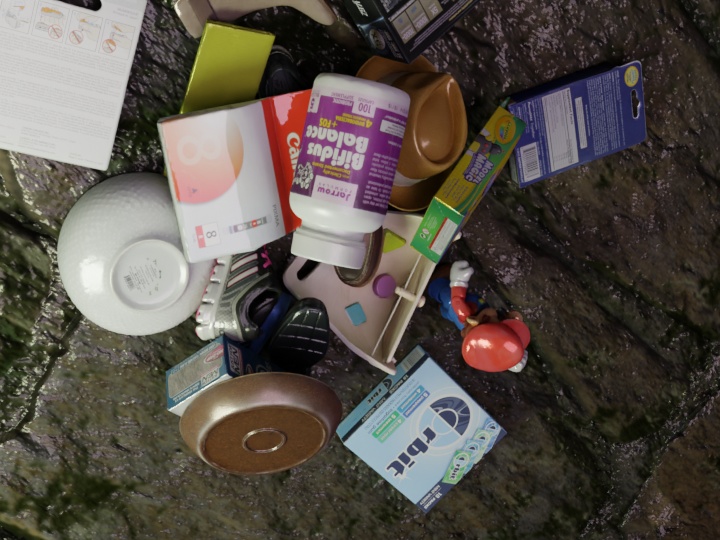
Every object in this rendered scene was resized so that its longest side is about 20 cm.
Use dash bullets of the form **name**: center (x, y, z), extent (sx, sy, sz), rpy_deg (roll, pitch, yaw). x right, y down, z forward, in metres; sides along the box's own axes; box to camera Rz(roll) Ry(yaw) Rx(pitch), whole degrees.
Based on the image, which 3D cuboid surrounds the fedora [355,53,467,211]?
- **fedora**: center (0.072, -0.174, 1.362), extent (0.199, 0.081, 0.203), rpy_deg (6, 80, -42)

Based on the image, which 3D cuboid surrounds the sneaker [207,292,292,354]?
- **sneaker**: center (-0.167, 0.091, 1.451), extent (0.077, 0.070, 0.201), rpy_deg (32, 106, -8)

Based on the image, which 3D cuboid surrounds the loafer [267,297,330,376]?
- **loafer**: center (-0.082, 0.088, 1.432), extent (0.072, 0.073, 0.201), rpy_deg (13, 141, -11)

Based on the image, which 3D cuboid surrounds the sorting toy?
- **sorting toy**: center (0.000, 0.000, 1.457), extent (0.179, 0.107, 0.202), rpy_deg (28, 85, -16)

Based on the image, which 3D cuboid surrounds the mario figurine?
- **mario figurine**: center (0.166, 0.058, 1.488), extent (0.122, 0.200, 0.107), rpy_deg (16, 107, -28)

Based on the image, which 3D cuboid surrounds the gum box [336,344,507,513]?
- **gum box**: center (0.089, 0.229, 1.627), extent (0.170, 0.045, 0.200), rpy_deg (-45, 121, 2)

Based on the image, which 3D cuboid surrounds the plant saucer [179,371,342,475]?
- **plant saucer**: center (-0.117, 0.193, 1.368), extent (0.198, 0.035, 0.201), rpy_deg (-6, 140, -5)

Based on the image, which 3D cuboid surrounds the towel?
- **towel**: center (-0.167, -0.192, 1.319), extent (0.085, 0.018, 0.201), rpy_deg (5, 124, -28)

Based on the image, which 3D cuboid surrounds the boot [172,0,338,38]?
- **boot**: center (-0.136, -0.313, 1.277), extent (0.146, 0.070, 0.200), rpy_deg (-39, 121, 6)

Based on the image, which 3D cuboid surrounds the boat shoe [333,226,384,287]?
- **boat shoe**: center (-0.009, -0.081, 1.390), extent (0.070, 0.070, 0.203), rpy_deg (1, 87, 15)

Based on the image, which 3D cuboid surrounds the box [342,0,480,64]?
- **box**: center (0.068, -0.367, 1.300), extent (0.200, 0.086, 0.164), rpy_deg (-43, 122, -11)

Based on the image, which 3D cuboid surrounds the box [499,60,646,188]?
- **box**: center (0.286, -0.199, 1.516), extent (0.198, 0.032, 0.122), rpy_deg (-20, 120, -11)

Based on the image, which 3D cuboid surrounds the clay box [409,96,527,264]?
- **clay box**: center (0.139, -0.114, 1.403), extent (0.047, 0.115, 0.201), rpy_deg (34, 59, 6)

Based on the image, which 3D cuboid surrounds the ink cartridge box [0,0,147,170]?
- **ink cartridge box**: center (-0.337, -0.225, 1.249), extent (0.161, 0.050, 0.202), rpy_deg (11, 100, -26)

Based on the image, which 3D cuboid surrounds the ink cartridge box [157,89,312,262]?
- **ink cartridge box**: center (-0.117, -0.109, 1.292), extent (0.198, 0.050, 0.164), rpy_deg (-12, 107, -8)

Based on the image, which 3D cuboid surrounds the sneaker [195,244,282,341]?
- **sneaker**: center (-0.128, -0.003, 1.372), extent (0.086, 0.074, 0.202), rpy_deg (16, 75, 7)

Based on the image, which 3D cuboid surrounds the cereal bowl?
- **cereal bowl**: center (-0.257, -0.009, 1.352), extent (0.198, 0.083, 0.202), rpy_deg (-10, 117, -19)

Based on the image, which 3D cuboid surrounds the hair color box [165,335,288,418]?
- **hair color box**: center (-0.134, 0.161, 1.400), extent (0.100, 0.061, 0.200), rpy_deg (-32, 138, 23)

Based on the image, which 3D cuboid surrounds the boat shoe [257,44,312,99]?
- **boat shoe**: center (-0.072, -0.169, 1.363), extent (0.074, 0.066, 0.201), rpy_deg (-21, 119, -11)

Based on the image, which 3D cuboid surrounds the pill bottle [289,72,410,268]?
- **pill bottle**: center (-0.017, -0.109, 1.262), extent (0.111, 0.112, 0.202), rpy_deg (10, 94, -26)
